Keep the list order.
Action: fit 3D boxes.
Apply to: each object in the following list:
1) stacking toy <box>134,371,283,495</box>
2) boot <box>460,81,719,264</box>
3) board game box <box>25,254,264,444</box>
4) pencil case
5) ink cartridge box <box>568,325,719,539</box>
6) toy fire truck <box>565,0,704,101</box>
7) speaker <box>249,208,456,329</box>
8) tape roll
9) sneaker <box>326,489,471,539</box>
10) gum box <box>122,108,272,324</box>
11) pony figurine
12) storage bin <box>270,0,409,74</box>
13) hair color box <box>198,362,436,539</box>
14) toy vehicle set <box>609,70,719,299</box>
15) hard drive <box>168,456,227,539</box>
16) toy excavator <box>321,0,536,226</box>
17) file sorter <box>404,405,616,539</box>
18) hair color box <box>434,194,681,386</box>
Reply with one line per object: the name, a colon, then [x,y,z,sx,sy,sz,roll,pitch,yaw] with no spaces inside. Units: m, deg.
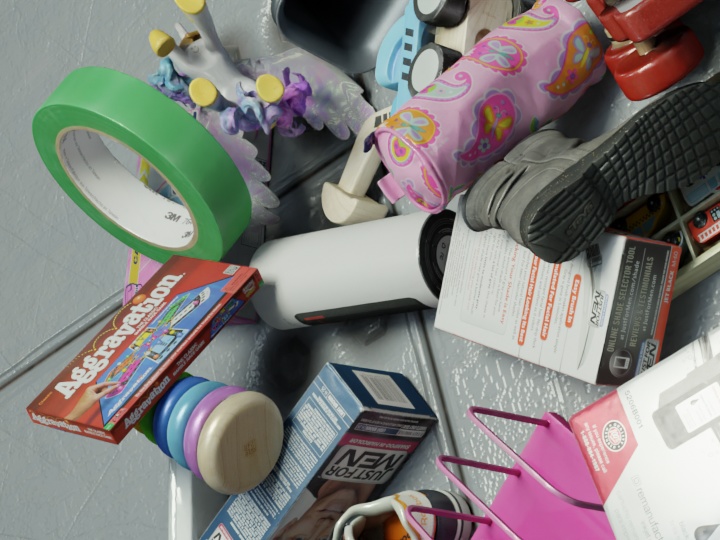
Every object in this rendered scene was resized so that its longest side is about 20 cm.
stacking toy: [-0.157,0.115,1.742,0.199,0.085,0.086,20,94,42]
boot: [0.173,-0.087,1.564,0.199,0.070,0.132,-30,23,-12]
board game box: [-0.176,0.061,1.744,0.102,0.020,0.200,8,45,41]
pencil case: [0.098,-0.127,1.635,0.200,0.088,0.087,-41,43,-21]
ink cartridge box: [0.265,0.120,1.471,0.200,0.083,0.146,-35,59,25]
toy fire truck: [0.235,-0.223,1.559,0.167,0.112,0.200,-33,12,9]
speaker: [0.000,0.000,1.771,0.199,0.081,0.082,-9,74,42]
tape roll: [-0.185,-0.084,1.800,0.200,0.201,0.048,8,52,44]
sneaker: [-0.002,0.242,1.718,0.200,0.079,0.079,-48,52,27]
gum box: [-0.148,-0.053,1.933,0.113,0.066,0.202,-4,77,41]
pony figurine: [-0.102,-0.150,1.802,0.166,0.200,0.193,-42,87,-1]
storage bin: [-0.020,-0.296,1.825,0.201,0.145,0.134,-59,38,10]
hair color box: [-0.035,0.173,1.749,0.200,0.100,0.061,-54,53,20]
toy vehicle set: [0.261,-0.071,1.575,0.200,0.026,0.125,-37,57,32]
hard drive: [-0.139,0.209,1.825,0.026,0.132,0.202,-4,75,9]
toy excavator: [0.047,-0.139,1.764,0.200,0.099,0.196,-10,72,56]
file sorter: [0.103,0.219,1.588,0.139,0.125,0.201,41,109,42]
hair color box: [0.147,0.014,1.613,0.200,0.064,0.112,19,100,55]
